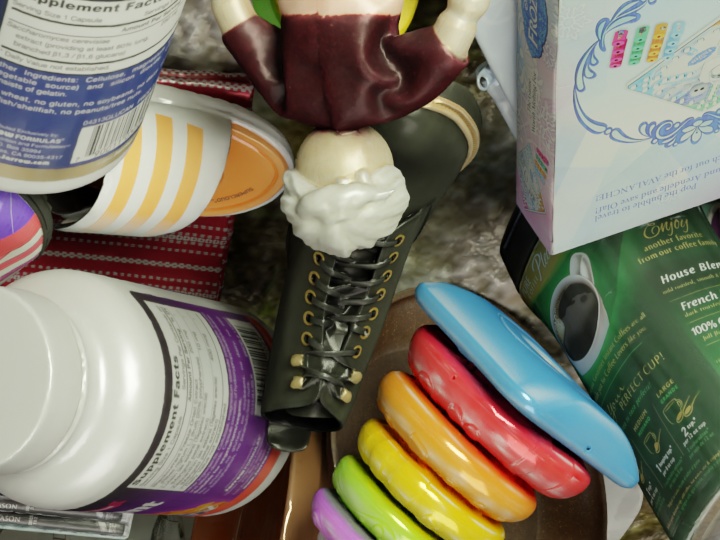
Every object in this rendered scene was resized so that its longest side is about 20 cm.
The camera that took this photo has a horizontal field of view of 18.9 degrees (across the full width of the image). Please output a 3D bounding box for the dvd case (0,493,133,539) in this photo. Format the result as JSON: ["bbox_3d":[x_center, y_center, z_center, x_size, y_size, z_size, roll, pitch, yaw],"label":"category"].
[{"bbox_3d":[-0.224,0.090,1.131,0.200,0.146,0.022,8,110,-16],"label":"dvd case"}]

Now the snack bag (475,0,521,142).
[{"bbox_3d":[0.131,-0.128,0.936,0.188,0.021,0.200,-32,139,3],"label":"snack bag"}]

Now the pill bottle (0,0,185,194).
[{"bbox_3d":[-0.121,-0.132,0.871,0.111,0.111,0.200,8,140,-17],"label":"pill bottle"}]

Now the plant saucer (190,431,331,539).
[{"bbox_3d":[-0.055,0.146,1.167,0.032,0.201,0.200,14,139,-16],"label":"plant saucer"}]

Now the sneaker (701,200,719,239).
[{"bbox_3d":[0.215,0.013,1.073,0.078,0.140,0.200,2,142,-11],"label":"sneaker"}]

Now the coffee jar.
[{"bbox_3d":[0.146,0.028,1.044,0.085,0.200,0.104,-15,149,-26],"label":"coffee jar"}]

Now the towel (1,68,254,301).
[{"bbox_3d":[-0.134,-0.033,1.074,0.144,0.023,0.200,4,140,-9],"label":"towel"}]

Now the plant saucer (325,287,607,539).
[{"bbox_3d":[0.050,0.108,1.139,0.200,0.201,0.037,25,146,-33],"label":"plant saucer"}]

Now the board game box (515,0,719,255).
[{"bbox_3d":[0.163,-0.116,0.917,0.200,0.043,0.199,-18,137,-14],"label":"board game box"}]

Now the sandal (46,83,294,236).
[{"bbox_3d":[-0.133,-0.049,0.991,0.206,0.059,0.079,14,139,-17],"label":"sandal"}]

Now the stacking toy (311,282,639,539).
[{"bbox_3d":[0.021,0.114,1.017,0.200,0.110,0.116,-49,135,5],"label":"stacking toy"}]

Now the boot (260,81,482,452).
[{"bbox_3d":[0.000,0.000,0.983,0.077,0.139,0.200,13,162,-2],"label":"boot"}]

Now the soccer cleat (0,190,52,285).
[{"bbox_3d":[-0.199,0.001,1.007,0.068,0.073,0.200,37,152,-11],"label":"soccer cleat"}]

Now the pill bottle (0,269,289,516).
[{"bbox_3d":[-0.122,0.059,1.024,0.111,0.112,0.200,-24,162,23],"label":"pill bottle"}]

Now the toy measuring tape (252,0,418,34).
[{"bbox_3d":[0.024,-0.114,0.940,0.200,0.074,0.074,10,140,-19],"label":"toy measuring tape"}]

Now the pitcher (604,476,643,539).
[{"bbox_3d":[0.052,0.160,1.268,0.200,0.121,0.172,-10,139,-10],"label":"pitcher"}]

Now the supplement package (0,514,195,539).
[{"bbox_3d":[-0.120,0.213,1.319,0.200,0.117,0.117,12,140,-22],"label":"supplement package"}]

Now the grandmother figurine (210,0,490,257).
[{"bbox_3d":[-0.005,-0.103,0.867,0.121,0.200,0.061,9,-164,31],"label":"grandmother figurine"}]
